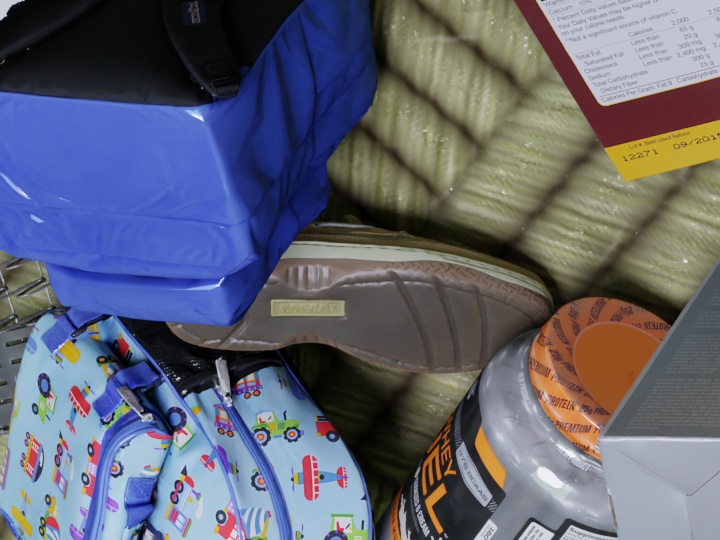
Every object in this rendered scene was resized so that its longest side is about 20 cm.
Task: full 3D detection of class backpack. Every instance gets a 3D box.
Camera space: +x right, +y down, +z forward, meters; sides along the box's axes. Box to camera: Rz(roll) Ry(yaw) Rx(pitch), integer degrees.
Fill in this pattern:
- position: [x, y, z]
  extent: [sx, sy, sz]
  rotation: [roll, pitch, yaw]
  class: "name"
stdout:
- position: [-0.085, -0.083, 1.369]
  extent: [0.162, 0.200, 0.169]
  rotation: [9, 131, 20]
  class: "backpack"
- position: [-0.085, 0.123, 1.483]
  extent: [0.200, 0.134, 0.183]
  rotation: [51, 136, 36]
  class: "backpack"

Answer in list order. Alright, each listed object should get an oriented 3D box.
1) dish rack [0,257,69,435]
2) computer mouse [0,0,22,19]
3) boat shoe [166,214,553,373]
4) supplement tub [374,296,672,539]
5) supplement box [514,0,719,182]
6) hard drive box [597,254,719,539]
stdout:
- position: [-0.223, -0.002, 1.563]
  extent: [0.153, 0.054, 0.201]
  rotation: [-13, 100, 33]
  class: "dish rack"
- position: [-0.203, -0.166, 1.478]
  extent: [0.199, 0.044, 0.110]
  rotation: [26, 125, 13]
  class: "computer mouse"
- position: [0.000, 0.000, 1.450]
  extent: [0.199, 0.076, 0.072]
  rotation: [7, 127, -3]
  class: "boat shoe"
- position: [0.091, 0.113, 1.429]
  extent: [0.122, 0.123, 0.200]
  rotation: [36, 130, 5]
  class: "supplement tub"
- position: [0.141, -0.186, 1.162]
  extent: [0.132, 0.198, 0.200]
  rotation: [-13, 126, 33]
  class: "supplement box"
- position: [0.191, 0.094, 1.321]
  extent: [0.076, 0.200, 0.157]
  rotation: [0, 117, 28]
  class: "hard drive box"
